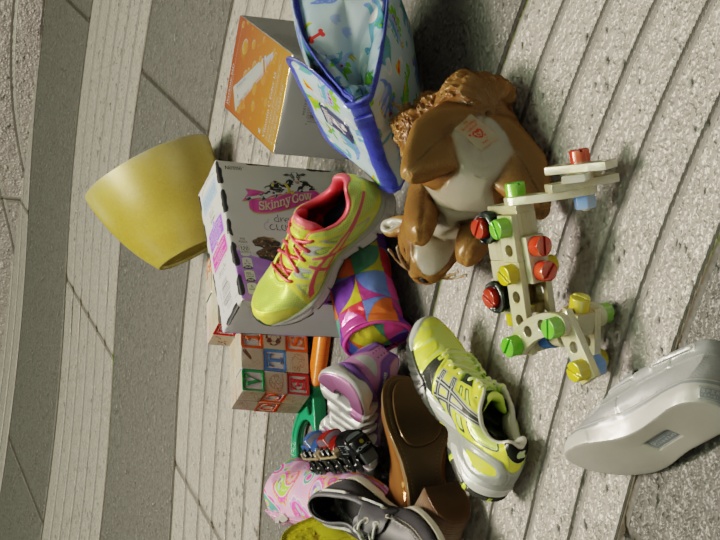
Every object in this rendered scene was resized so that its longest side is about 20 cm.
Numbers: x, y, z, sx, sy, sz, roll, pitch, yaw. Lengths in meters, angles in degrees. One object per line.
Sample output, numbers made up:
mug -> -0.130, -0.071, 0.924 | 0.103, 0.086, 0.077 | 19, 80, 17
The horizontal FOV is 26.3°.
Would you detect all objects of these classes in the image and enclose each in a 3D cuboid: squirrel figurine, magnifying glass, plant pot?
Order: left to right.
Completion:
plant pot -> -0.276, -0.087, 2.220 | 0.143, 0.199, 0.200 | 62, 149, 6
magnifying glass -> -0.056, 0.159, 1.877 | 0.080, 0.022, 0.201 | -153, 66, -64
squirrel figurine -> 0.090, -0.087, 1.492 | 0.187, 0.141, 0.201 | 111, 166, -54

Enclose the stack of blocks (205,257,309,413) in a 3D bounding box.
stack of blocks -> -0.128, 0.070, 1.902 | 0.059, 0.114, 0.201 | 125, 146, -57

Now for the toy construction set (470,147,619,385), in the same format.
toy construction set -> 0.163, -0.006, 1.323 | 0.131, 0.092, 0.201 | 2, 89, 58

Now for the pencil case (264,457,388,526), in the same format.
pencil case -> -0.039, 0.263, 1.744 | 0.200, 0.087, 0.088 | -2, 85, 62

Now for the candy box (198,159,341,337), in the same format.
candy box -> -0.088, -0.025, 1.789 | 0.072, 0.167, 0.201 | 122, 142, -47

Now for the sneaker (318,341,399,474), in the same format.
sneaker -> 0.008, 0.147, 1.674 | 0.080, 0.088, 0.201 | 34, 151, 20

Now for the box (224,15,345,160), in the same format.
box -> -0.085, -0.227, 1.890 | 0.200, 0.097, 0.125 | -136, 53, -59

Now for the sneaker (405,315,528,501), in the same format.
sneaker -> 0.109, 0.120, 1.473 | 0.077, 0.075, 0.201 | -54, 50, 38

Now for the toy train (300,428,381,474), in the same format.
toy train -> -0.027, 0.191, 1.635 | 0.046, 0.034, 0.200 | 57, 160, -3

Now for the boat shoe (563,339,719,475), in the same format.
boat shoe -> 0.227, 0.108, 1.218 | 0.200, 0.072, 0.069 | 126, 161, -60

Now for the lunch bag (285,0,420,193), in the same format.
lunch bag -> 0.000, -0.202, 1.599 | 0.170, 0.127, 0.201 | 62, -167, -57

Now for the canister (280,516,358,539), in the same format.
canister -> -0.013, 0.376, 1.607 | 0.148, 0.086, 0.201 | 31, 134, 54

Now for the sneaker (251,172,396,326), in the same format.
sneaker -> -0.057, -0.029, 1.642 | 0.200, 0.090, 0.078 | -50, 52, 5

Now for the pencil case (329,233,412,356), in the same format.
pencil case -> 0.000, 0.000, 1.703 | 0.089, 0.088, 0.201 | 122, 145, -47

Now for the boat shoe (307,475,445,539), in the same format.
boat shoe -> 0.015, 0.260, 1.515 | 0.200, 0.062, 0.073 | 26, 118, 56

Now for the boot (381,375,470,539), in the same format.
boot -> 0.050, 0.225, 1.592 | 0.201, 0.076, 0.156 | 65, 147, 34
